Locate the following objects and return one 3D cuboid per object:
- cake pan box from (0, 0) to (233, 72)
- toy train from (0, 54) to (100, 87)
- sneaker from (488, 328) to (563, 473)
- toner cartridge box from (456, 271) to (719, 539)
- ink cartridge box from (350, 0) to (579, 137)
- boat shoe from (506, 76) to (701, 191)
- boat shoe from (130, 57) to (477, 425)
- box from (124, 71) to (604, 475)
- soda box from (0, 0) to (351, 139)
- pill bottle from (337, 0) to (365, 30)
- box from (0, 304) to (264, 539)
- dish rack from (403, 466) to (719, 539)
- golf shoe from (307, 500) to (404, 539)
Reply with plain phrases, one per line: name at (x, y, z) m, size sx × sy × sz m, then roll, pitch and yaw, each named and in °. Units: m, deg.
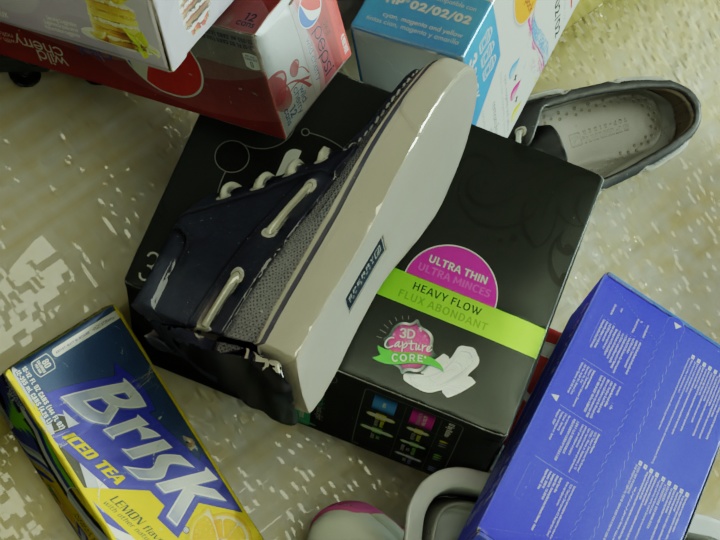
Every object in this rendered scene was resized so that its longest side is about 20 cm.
cake pan box at (-0.113, -0.189, 0.898) m, size 0.183 × 0.052 × 0.200 m, roll 21°, pitch 54°, yaw 24°
toy train at (-0.186, -0.123, 1.012) m, size 0.199 × 0.034 × 0.046 m, roll -3°, pitch 68°, yaw -21°
sneaker at (0.133, 0.115, 1.056) m, size 0.200 × 0.071 × 0.112 m, roll 46°, pitch 70°, yaw -3°
toner cartridge box at (0.122, 0.096, 0.956) m, size 0.095 × 0.043 × 0.200 m, roll 34°, pitch 46°, yaw 0°
ink cartridge box at (0.071, -0.160, 1.054) m, size 0.068 × 0.115 × 0.201 m, roll 17°, pitch 60°, yaw 19°
boat shoe at (0.104, -0.065, 1.092) m, size 0.199 × 0.060 × 0.074 m, roll -14°, pitch 88°, yaw -22°
boat shoe at (-0.026, -0.031, 0.885) m, size 0.092 × 0.075 × 0.200 m, roll 21°, pitch 59°, yaw 20°
box at (0.000, 0.000, 0.977) m, size 0.199 × 0.124 × 0.149 m, roll 21°, pitch 70°, yaw 4°
soda box at (-0.107, -0.130, 0.928) m, size 0.199 × 0.070 × 0.064 m, roll 19°, pitch 57°, yaw 28°
pill bottle at (-0.041, -0.240, 1.045) m, size 0.119 × 0.120 × 0.201 m, roll 5°, pitch 75°, yaw -20°
box at (-0.105, 0.122, 0.967) m, size 0.070 × 0.064 × 0.201 m, roll -32°, pitch 91°, yaw -24°
dish rack at (0.101, 0.197, 0.958) m, size 0.199 × 0.044 × 0.173 m, roll 14°, pitch 70°, yaw -19°
golf shoe at (0.013, 0.216, 0.971) m, size 0.091 × 0.075 × 0.201 m, roll -11°, pitch 79°, yaw -59°
